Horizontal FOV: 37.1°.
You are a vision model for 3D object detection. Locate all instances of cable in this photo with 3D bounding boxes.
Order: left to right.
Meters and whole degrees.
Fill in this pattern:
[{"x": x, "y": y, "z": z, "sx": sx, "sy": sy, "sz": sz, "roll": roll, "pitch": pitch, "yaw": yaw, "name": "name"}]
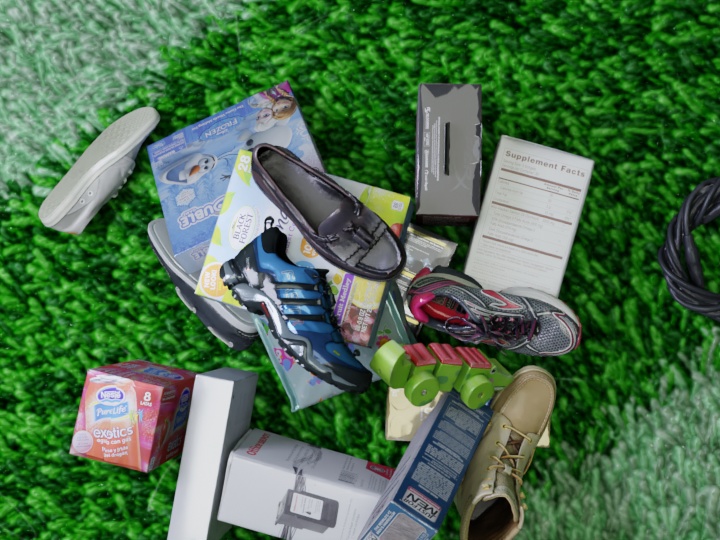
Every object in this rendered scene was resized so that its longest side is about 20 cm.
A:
[{"x": 0.459, "y": -0.037, "z": 1.315, "sx": 0.162, "sy": 0.051, "sz": 0.201, "roll": 24, "pitch": 93, "yaw": 9, "name": "cable"}]

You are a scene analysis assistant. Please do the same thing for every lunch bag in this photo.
[{"x": -0.039, "y": 0.038, "z": 1.255, "sx": 0.169, "sy": 0.122, "sz": 0.201, "roll": -22, "pitch": 95, "yaw": 6, "name": "lunch bag"}]

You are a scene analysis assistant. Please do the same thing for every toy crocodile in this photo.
[{"x": 0.091, "y": 0.107, "z": 1.177, "sx": 0.199, "sy": 0.068, "sz": 0.062, "roll": 7, "pitch": 118, "yaw": -36, "name": "toy crocodile"}]

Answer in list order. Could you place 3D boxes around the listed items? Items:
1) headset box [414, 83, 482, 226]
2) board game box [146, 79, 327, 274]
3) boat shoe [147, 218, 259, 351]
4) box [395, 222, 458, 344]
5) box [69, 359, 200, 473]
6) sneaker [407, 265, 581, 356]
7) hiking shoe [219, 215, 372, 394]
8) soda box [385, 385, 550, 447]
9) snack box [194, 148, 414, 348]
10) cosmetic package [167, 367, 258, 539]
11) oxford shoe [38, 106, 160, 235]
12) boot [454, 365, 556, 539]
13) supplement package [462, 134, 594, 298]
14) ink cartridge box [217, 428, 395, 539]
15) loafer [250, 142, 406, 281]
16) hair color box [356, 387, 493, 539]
[{"x": 0.102, "y": -0.132, "z": 1.257, "sx": 0.074, "sy": 0.200, "sz": 0.150, "roll": 1, "pitch": 89, "yaw": 3, "name": "headset box"}, {"x": -0.146, "y": -0.117, "z": 1.295, "sx": 0.199, "sy": 0.043, "sz": 0.200, "roll": -25, "pitch": 51, "yaw": 3, "name": "board game box"}, {"x": -0.200, "y": 0.019, "z": 1.337, "sx": 0.200, "sy": 0.075, "sz": 0.060, "roll": 47, "pitch": 131, "yaw": 18, "name": "boat shoe"}, {"x": 0.000, "y": 0.000, "z": 1.336, "sx": 0.199, "sy": 0.049, "sz": 0.162, "roll": 23, "pitch": 92, "yaw": 4, "name": "box"}, {"x": -0.258, "y": 0.167, "z": 1.270, "sx": 0.095, "sy": 0.200, "sz": 0.100, "roll": 12, "pitch": 89, "yaw": 5, "name": "box"}, {"x": 0.147, "y": 0.058, "z": 1.201, "sx": 0.199, "sy": 0.075, "sz": 0.081, "roll": 13, "pitch": 111, "yaw": 5, "name": "sneaker"}, {"x": -0.053, "y": 0.040, "z": 1.096, "sx": 0.200, "sy": 0.074, "sz": 0.087, "roll": 44, "pitch": 94, "yaw": 7, "name": "hiking shoe"}, {"x": 0.130, "y": 0.176, "z": 1.316, "sx": 0.199, "sy": 0.064, "sz": 0.068, "roll": 2, "pitch": 89, "yaw": 3, "name": "soda box"}, {"x": -0.060, "y": -0.023, "z": 1.174, "sx": 0.199, "sy": 0.068, "sz": 0.170, "roll": 15, "pitch": 85, "yaw": 8, "name": "snack box"}, {"x": -0.175, "y": 0.222, "z": 1.289, "sx": 0.051, "sy": 0.151, "sz": 0.201, "roll": 10, "pitch": 89, "yaw": 3, "name": "cosmetic package"}, {"x": -0.321, "y": -0.124, "z": 1.357, "sx": 0.200, "sy": 0.075, "sz": 0.058, "roll": -50, "pitch": 126, "yaw": -7, "name": "oxford shoe"}, {"x": 0.165, "y": 0.214, "z": 1.203, "sx": 0.073, "sy": 0.155, "sz": 0.201, "roll": 29, "pitch": 102, "yaw": -2, "name": "boot"}, {"x": 0.194, "y": -0.045, "z": 1.291, "sx": 0.117, "sy": 0.117, "sz": 0.201, "roll": 16, "pitch": 89, "yaw": 6, "name": "supplement package"}, {"x": -0.058, "y": 0.266, "z": 1.283, "sx": 0.199, "sy": 0.145, "sz": 0.084, "roll": 15, "pitch": 95, "yaw": 4, "name": "ink cartridge box"}, {"x": -0.038, "y": -0.061, "z": 1.110, "sx": 0.200, "sy": 0.063, "sz": 0.072, "roll": 39, "pitch": 86, "yaw": 10, "name": "loafer"}, {"x": 0.073, "y": 0.227, "z": 1.179, "sx": 0.060, "sy": 0.200, "sz": 0.100, "roll": 34, "pitch": 130, "yaw": 3, "name": "hair color box"}]
